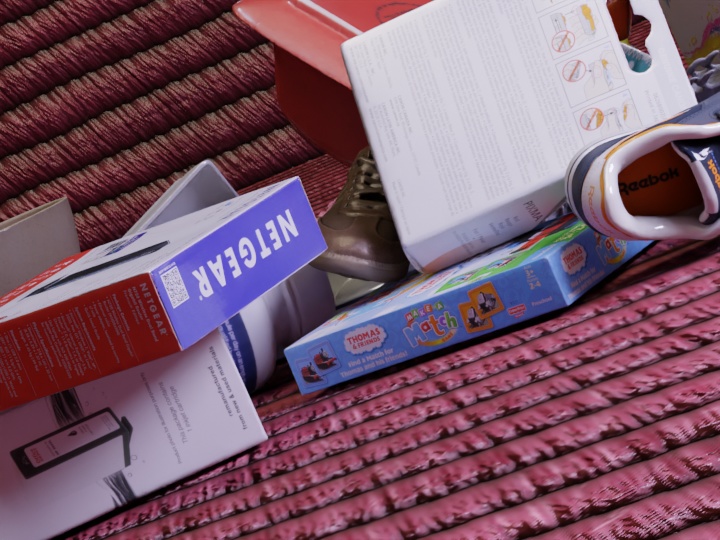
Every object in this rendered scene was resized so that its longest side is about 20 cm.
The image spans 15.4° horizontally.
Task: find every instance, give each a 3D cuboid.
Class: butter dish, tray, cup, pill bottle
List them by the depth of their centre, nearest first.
[{"bbox_3d":[-0.123,0.040,1.744,0.200,0.120,0.120,-26,6,-19],"label":"pill bottle"},{"bbox_3d":[-0.113,-0.001,1.856,0.107,0.022,0.200,-47,-30,-6],"label":"tray"},{"bbox_3d":[0.026,-0.123,1.943,0.199,0.148,0.200,32,35,32],"label":"butter dish"},{"bbox_3d":[-0.348,0.034,2.583,0.200,0.144,0.200,-23,6,2],"label":"cup"}]

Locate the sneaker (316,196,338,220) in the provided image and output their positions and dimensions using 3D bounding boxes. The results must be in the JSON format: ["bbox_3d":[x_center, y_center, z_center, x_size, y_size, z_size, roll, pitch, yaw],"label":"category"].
[{"bbox_3d":[0.027,-0.026,2.009,0.080,0.086,0.200,15,46,26],"label":"sneaker"}]

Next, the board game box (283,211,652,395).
[{"bbox_3d":[0.071,0.012,1.627,0.200,0.037,0.151,-21,6,34],"label":"board game box"}]

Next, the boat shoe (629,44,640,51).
[{"bbox_3d":[0.191,-0.120,1.878,0.072,0.065,0.200,-13,31,7],"label":"boat shoe"}]

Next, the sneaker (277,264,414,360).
[{"bbox_3d":[0.000,0.000,1.845,0.200,0.071,0.073,-23,6,9],"label":"sneaker"}]

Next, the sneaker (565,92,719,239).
[{"bbox_3d":[0.218,-0.068,1.510,0.200,0.079,0.079,-25,15,-1],"label":"sneaker"}]

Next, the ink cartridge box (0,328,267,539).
[{"bbox_3d":[-0.169,0.098,1.577,0.200,0.084,0.146,-25,7,-7],"label":"ink cartridge box"}]

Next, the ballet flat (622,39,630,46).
[{"bbox_3d":[0.119,-0.098,1.853,0.200,0.067,0.067,-47,9,26],"label":"ballet flat"}]

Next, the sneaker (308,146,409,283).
[{"bbox_3d":[0.006,-0.047,1.732,0.070,0.076,0.200,10,14,4],"label":"sneaker"}]

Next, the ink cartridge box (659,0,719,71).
[{"bbox_3d":[0.268,-0.175,1.712,0.087,0.200,0.145,-30,8,-21],"label":"ink cartridge box"}]

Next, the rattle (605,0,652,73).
[{"bbox_3d":[0.130,-0.145,1.749,0.200,0.130,0.143,-31,-10,35],"label":"rattle"}]

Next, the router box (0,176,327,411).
[{"bbox_3d":[-0.139,0.018,1.535,0.179,0.049,0.200,-19,9,27],"label":"router box"}]

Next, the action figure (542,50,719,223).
[{"bbox_3d":[0.177,-0.081,1.723,0.200,0.069,0.130,-17,54,44],"label":"action figure"}]

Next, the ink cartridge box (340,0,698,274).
[{"bbox_3d":[0.100,-0.108,1.646,0.200,0.163,0.050,-22,-30,9],"label":"ink cartridge box"}]
